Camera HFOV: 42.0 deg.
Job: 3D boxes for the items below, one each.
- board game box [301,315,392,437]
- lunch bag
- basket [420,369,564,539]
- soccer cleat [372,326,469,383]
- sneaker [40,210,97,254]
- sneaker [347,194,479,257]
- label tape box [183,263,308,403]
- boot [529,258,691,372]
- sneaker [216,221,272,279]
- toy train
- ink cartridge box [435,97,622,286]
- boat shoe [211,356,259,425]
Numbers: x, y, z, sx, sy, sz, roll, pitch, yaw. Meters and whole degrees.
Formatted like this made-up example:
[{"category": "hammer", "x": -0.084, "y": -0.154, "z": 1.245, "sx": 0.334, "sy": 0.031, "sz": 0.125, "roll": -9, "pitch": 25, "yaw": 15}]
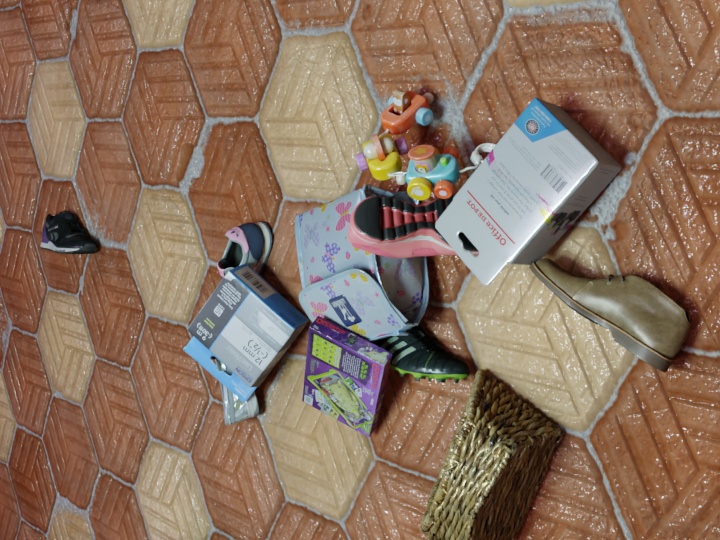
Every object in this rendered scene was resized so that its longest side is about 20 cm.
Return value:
[{"category": "board game box", "x": -0.023, "y": 0.156, "z": 1.343, "sx": 0.120, "sy": 0.032, "sz": 0.200, "roll": 30, "pitch": 144, "yaw": 15}, {"category": "lunch bag", "x": 0.000, "y": 0.000, "z": 1.299, "sx": 0.169, "sy": 0.127, "sz": 0.201, "roll": -17, "pitch": 77, "yaw": 48}, {"category": "basket", "x": 0.136, "y": 0.252, "z": 1.195, "sx": 0.149, "sy": 0.142, "sz": 0.200, "roll": 37, "pitch": 122, "yaw": 36}, {"category": "soccer cleat", "x": 0.070, "y": 0.106, "z": 1.301, "sx": 0.200, "sy": 0.067, "sz": 0.081, "roll": 11, "pitch": 92, "yaw": 46}, {"category": "sneaker", "x": -0.628, "y": -0.083, "z": 2.003, "sx": 0.200, "sy": 0.076, "sz": 0.088, "roll": 9, "pitch": 97, "yaw": 45}, {"category": "sneaker", "x": 0.076, "y": -0.051, "z": 1.195, "sx": 0.087, "sy": 0.199, "sz": 0.074, "roll": 129, "pitch": 143, "yaw": -65}, {"category": "label tape box", "x": -0.199, "y": 0.111, "z": 1.519, "sx": 0.143, "sy": 0.066, "sz": 0.200, "roll": 41, "pitch": 111, "yaw": 7}, {"category": "boot", "x": 0.284, "y": 0.030, "z": 1.070, "sx": 0.200, "sy": 0.074, "sz": 0.076, "roll": 37, "pitch": 102, "yaw": 33}, {"category": "sneaker", "x": -0.211, "y": 0.011, "z": 1.566, "sx": 0.070, "sy": 0.082, "sz": 0.201, "roll": 33, "pitch": 120, "yaw": 39}, {"category": "toy train", "x": 0.072, "y": -0.170, "z": 1.184, "sx": 0.200, "sy": 0.150, "sz": 0.056, "roll": 38, "pitch": 163, "yaw": 42}, {"category": "ink cartridge box", "x": 0.193, "y": -0.087, "z": 1.109, "sx": 0.200, "sy": 0.068, "sz": 0.115, "roll": -51, "pitch": 59, "yaw": 26}, {"category": "boat shoe", "x": -0.235, "y": 0.164, "z": 1.616, "sx": 0.074, "sy": 0.065, "sz": 0.202, "roll": 138, "pitch": 112, "yaw": -71}]
